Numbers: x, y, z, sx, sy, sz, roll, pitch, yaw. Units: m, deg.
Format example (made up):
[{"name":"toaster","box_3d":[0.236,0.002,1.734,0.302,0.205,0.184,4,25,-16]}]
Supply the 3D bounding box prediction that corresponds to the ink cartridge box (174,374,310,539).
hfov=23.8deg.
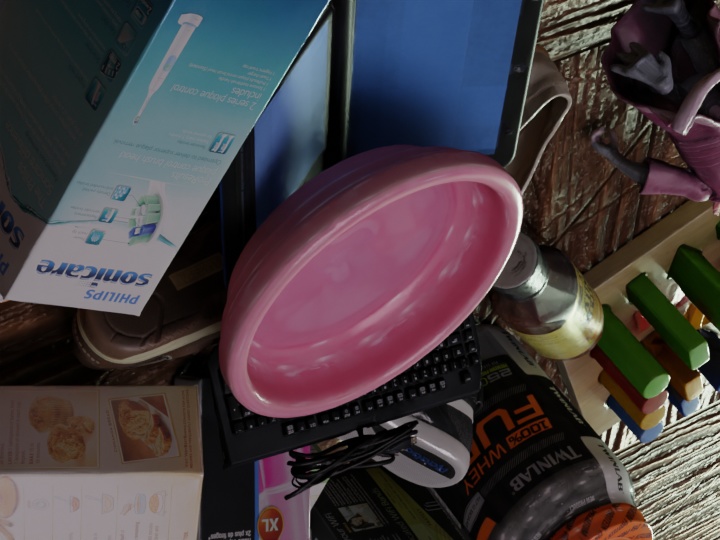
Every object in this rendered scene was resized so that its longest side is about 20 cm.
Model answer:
[{"name":"ink cartridge box","box_3d":[-0.079,0.168,1.135,0.095,0.037,0.200,1,91,-42]}]

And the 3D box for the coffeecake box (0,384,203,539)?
[{"name":"coffeecake box","box_3d":[-0.198,0.144,1.011,0.200,0.073,0.154,1,133,-10]}]

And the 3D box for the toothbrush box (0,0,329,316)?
[{"name":"toothbrush box","box_3d":[-0.122,-0.101,0.815,0.085,0.146,0.200,10,121,-45]}]

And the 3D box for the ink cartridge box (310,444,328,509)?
[{"name":"ink cartridge box","box_3d":[-0.123,0.203,1.221,0.145,0.048,0.200,2,125,-43]}]

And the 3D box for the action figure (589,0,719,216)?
[{"name":"action figure","box_3d":[0.238,-0.103,1.132,0.134,0.149,0.200,-41,130,-7]}]

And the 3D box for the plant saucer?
[{"name":"plant saucer","box_3d":[0.000,0.000,0.977,0.200,0.051,0.201,-28,150,-18]}]

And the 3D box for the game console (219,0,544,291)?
[{"name":"game console","box_3d":[0.010,-0.079,0.943,0.171,0.118,0.200,-59,165,-32]}]

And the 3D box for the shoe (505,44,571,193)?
[{"name":"shoe","box_3d":[0.069,-0.054,1.104,0.070,0.053,0.200,8,123,-46]}]

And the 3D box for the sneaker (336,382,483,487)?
[{"name":"sneaker","box_3d":[-0.001,0.054,1.150,0.200,0.112,0.073,38,136,-26]}]

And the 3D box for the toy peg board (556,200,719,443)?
[{"name":"toy peg board","box_3d":[0.265,0.055,1.352,0.200,0.098,0.199,-34,143,-6]}]

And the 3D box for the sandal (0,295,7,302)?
[{"name":"sandal","box_3d":[-0.116,-0.039,0.931,0.207,0.079,0.059,-40,113,0]}]

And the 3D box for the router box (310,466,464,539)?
[{"name":"router box","box_3d":[0.051,0.229,1.266,0.157,0.200,0.052,-2,129,-38]}]

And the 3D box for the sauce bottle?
[{"name":"sauce bottle","box_3d":[0.124,0.017,1.183,0.066,0.066,0.200,-42,160,5]}]

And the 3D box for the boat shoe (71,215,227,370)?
[{"name":"boat shoe","box_3d":[-0.087,0.009,1.040,0.202,0.075,0.075,-16,164,-31]}]

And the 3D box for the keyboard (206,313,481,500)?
[{"name":"keyboard","box_3d":[0.003,0.077,1.065,0.200,0.040,0.104,-14,97,-32]}]

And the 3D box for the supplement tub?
[{"name":"supplement tub","box_3d":[0.113,0.144,1.229,0.122,0.200,0.123,-23,141,-21]}]
